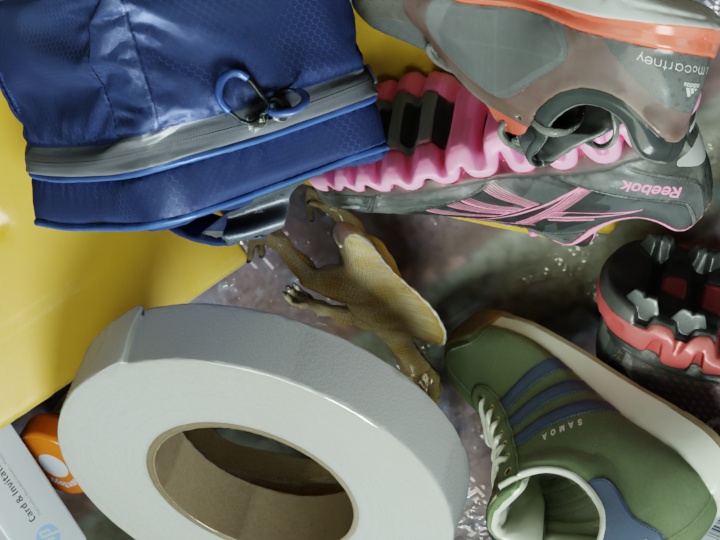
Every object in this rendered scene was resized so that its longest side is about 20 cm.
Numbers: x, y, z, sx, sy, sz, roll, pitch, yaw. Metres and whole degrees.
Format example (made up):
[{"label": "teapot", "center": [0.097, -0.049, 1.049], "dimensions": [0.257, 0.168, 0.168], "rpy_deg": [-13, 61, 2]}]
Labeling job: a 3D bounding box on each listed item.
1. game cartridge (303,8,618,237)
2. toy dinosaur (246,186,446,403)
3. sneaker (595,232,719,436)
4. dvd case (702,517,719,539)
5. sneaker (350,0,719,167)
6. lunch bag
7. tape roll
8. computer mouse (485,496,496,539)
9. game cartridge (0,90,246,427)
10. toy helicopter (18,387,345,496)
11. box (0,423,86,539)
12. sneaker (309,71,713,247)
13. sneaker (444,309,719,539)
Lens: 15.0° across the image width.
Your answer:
[{"label": "game cartridge", "center": [0.045, -0.116, 1.277], "dimensions": [0.175, 0.032, 0.201], "rpy_deg": [13, 127, 15]}, {"label": "toy dinosaur", "center": [0.000, 0.000, 1.325], "dimensions": [0.101, 0.058, 0.200], "rpy_deg": [33, 163, 28]}, {"label": "sneaker", "center": [0.199, 0.058, 1.296], "dimensions": [0.200, 0.071, 0.098], "rpy_deg": [21, 133, 5]}, {"label": "dvd case", "center": [0.227, 0.175, 1.341], "dimensions": [0.199, 0.018, 0.143], "rpy_deg": [23, 133, -10]}, {"label": "sneaker", "center": [0.064, -0.088, 1.174], "dimensions": [0.200, 0.077, 0.082], "rpy_deg": [16, 99, 47]}, {"label": "lunch bag", "center": [-0.076, -0.080, 1.230], "dimensions": [0.200, 0.135, 0.133], "rpy_deg": [6, 114, 64]}, {"label": "tape roll", "center": [-0.047, 0.091, 1.319], "dimensions": [0.202, 0.037, 0.203], "rpy_deg": [13, 144, 9]}, {"label": "computer mouse", "center": [0.163, 0.130, 1.371], "dimensions": [0.199, 0.053, 0.139], "rpy_deg": [12, 131, 5]}, {"label": "game cartridge", "center": [-0.181, -0.024, 1.338], "dimensions": [0.200, 0.032, 0.177], "rpy_deg": [-33, 109, -9]}, {"label": "toy helicopter", "center": [-0.075, 0.112, 1.437], "dimensions": [0.199, 0.079, 0.133], "rpy_deg": [9, 139, 25]}, {"label": "box", "center": [-0.245, 0.090, 1.466], "dimensions": [0.200, 0.041, 0.156], "rpy_deg": [-2, 124, 54]}, {"label": "sneaker", "center": [0.071, -0.042, 1.257], "dimensions": [0.199, 0.079, 0.096], "rpy_deg": [-5, 134, 28]}, {"label": "sneaker", "center": [0.085, 0.086, 1.290], "dimensions": [0.200, 0.090, 0.067], "rpy_deg": [29, 152, 48]}]
